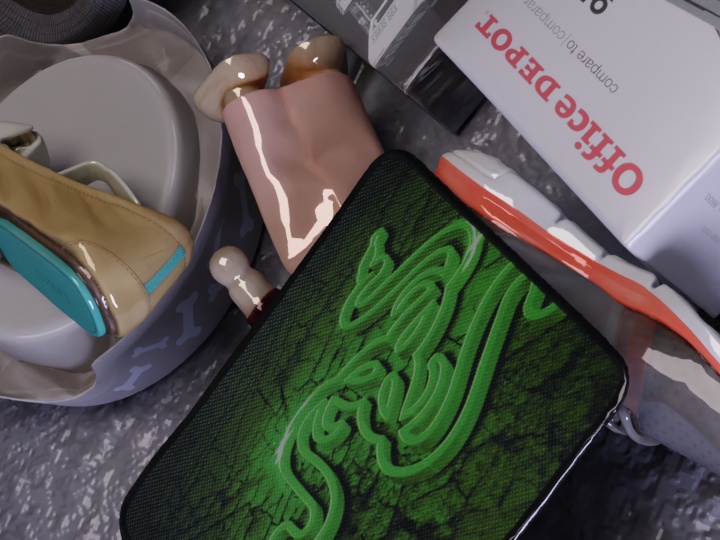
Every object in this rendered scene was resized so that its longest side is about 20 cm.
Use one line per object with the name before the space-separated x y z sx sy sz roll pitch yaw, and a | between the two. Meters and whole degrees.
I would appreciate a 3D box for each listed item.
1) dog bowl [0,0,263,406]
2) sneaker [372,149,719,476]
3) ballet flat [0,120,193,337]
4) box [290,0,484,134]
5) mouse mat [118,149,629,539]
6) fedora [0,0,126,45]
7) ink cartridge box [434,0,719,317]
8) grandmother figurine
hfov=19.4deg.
dog bowl | -0.130 -0.028 0.990 0.199 0.059 0.201 -15 61 29
sneaker | 0.082 0.037 0.793 0.082 0.077 0.200 -48 54 -3
ballet flat | -0.148 -0.030 0.938 0.063 0.069 0.200 -40 49 -23
box | 0.022 -0.179 0.958 0.158 0.050 0.200 -50 52 5
mouse mat | -0.003 0.070 0.794 0.200 0.008 0.161 -53 50 10
fedora | -0.154 -0.207 1.044 0.090 0.200 0.177 -38 89 -27
ink cartridge box | 0.149 -0.105 0.816 0.200 0.084 0.145 -46 51 9
grandmother figurine | 0.000 0.000 0.877 0.121 0.061 0.201 -17 67 -6
